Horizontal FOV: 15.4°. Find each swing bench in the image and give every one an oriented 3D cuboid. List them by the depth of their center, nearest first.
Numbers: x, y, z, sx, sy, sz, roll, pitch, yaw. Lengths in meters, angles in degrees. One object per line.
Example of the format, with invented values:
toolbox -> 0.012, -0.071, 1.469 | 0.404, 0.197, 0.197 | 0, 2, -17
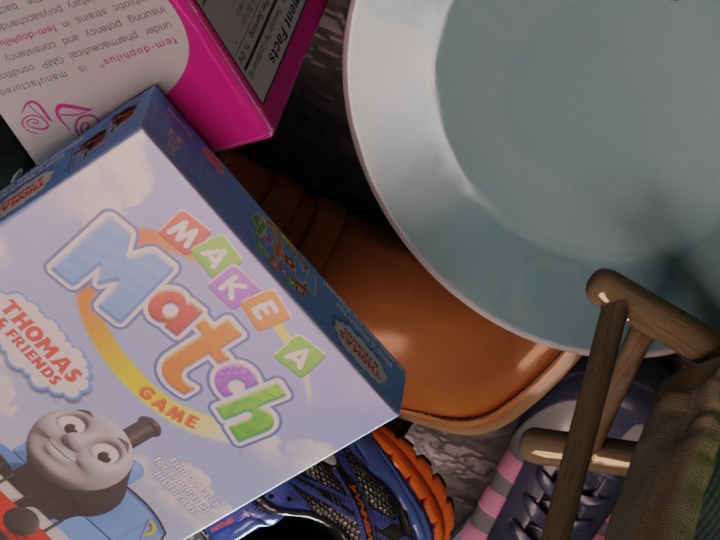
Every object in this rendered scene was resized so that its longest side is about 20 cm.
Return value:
swing bench -> 0.143, 0.137, 0.961 | 0.200, 0.199, 0.130 | 18, 143, 1

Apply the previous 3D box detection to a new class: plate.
plate -> 0.086, -0.063, 0.994 | 0.200, 0.026, 0.200 | 13, 117, 26

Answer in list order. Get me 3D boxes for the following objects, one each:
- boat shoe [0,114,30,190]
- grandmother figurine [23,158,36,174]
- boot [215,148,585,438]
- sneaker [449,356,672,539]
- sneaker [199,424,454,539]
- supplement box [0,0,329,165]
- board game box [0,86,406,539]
boat shoe -> -0.170, -0.038, 1.030 | 0.076, 0.200, 0.060 | -32, 80, 56
grandmother figurine -> -0.206, 0.006, 1.084 | 0.200, 0.121, 0.061 | -19, 131, -7
boot -> 0.000, 0.000, 1.087 | 0.200, 0.074, 0.155 | -32, 111, 36
sneaker -> 0.081, 0.116, 1.157 | 0.070, 0.082, 0.200 | 23, 135, -1
sneaker -> -0.046, 0.069, 1.075 | 0.200, 0.078, 0.075 | 41, 140, -15
supplement box -> -0.107, -0.139, 0.970 | 0.101, 0.103, 0.200 | -13, 125, 28
board game box -> -0.107, 0.041, 1.011 | 0.200, 0.037, 0.151 | -32, 113, 22
